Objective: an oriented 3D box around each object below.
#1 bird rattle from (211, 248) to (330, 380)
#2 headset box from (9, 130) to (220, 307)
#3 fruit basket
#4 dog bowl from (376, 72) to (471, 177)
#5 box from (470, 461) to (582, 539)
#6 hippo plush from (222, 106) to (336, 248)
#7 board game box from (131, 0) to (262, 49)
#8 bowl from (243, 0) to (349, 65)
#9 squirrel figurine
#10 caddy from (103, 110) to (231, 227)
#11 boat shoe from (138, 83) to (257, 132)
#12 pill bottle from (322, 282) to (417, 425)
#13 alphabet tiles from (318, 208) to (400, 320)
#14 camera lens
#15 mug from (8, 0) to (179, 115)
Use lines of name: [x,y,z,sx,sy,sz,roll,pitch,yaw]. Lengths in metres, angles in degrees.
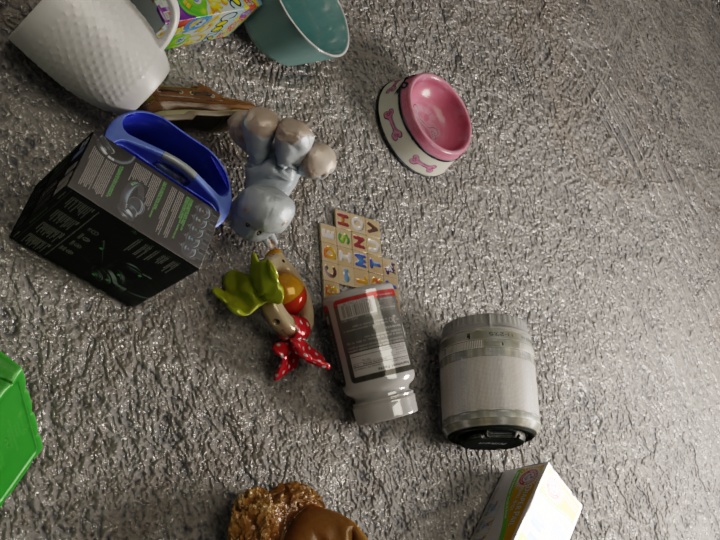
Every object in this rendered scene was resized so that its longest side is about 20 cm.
bird rattle: [-0.106,0.051,1.341,0.200,0.113,0.163,48,28,-19]
headset box: [-0.299,-0.053,1.147,0.200,0.174,0.093,34,52,-27]
fruit basket: [-0.442,0.134,0.947,0.216,0.215,0.156,44,47,-20]
dog bowl: [0.127,-0.280,1.722,0.200,0.074,0.201,19,60,-36]
box: [0.270,0.429,1.517,0.113,0.101,0.200,52,45,-13]
hippo plush: [-0.151,-0.131,1.343,0.159,0.200,0.161,35,70,-22]
board game box: [-0.266,-0.407,1.388,0.200,0.103,0.105,-29,93,-46]
bowl: [-0.120,-0.419,1.513,0.201,0.105,0.201,37,41,-41]
squirrel figurine: [-0.105,0.377,1.191,0.186,0.142,0.200,-26,76,-36]
caddy: [-0.270,-0.127,1.255,0.200,0.105,0.142,34,52,-28]
boat shoe: [-0.235,-0.247,1.367,0.200,0.072,0.068,-9,78,-46]
pill bottle: [0.018,0.127,1.405,0.114,0.114,0.200,-8,82,-45]
alphabet tiles: [0.000,0.000,1.525,0.167,0.008,0.200,14,63,-39]
camera lens: [0.212,0.189,1.529,0.160,0.160,0.200,18,60,-37]
mug: [-0.330,-0.315,1.222,0.175,0.200,0.148,43,17,-23]
